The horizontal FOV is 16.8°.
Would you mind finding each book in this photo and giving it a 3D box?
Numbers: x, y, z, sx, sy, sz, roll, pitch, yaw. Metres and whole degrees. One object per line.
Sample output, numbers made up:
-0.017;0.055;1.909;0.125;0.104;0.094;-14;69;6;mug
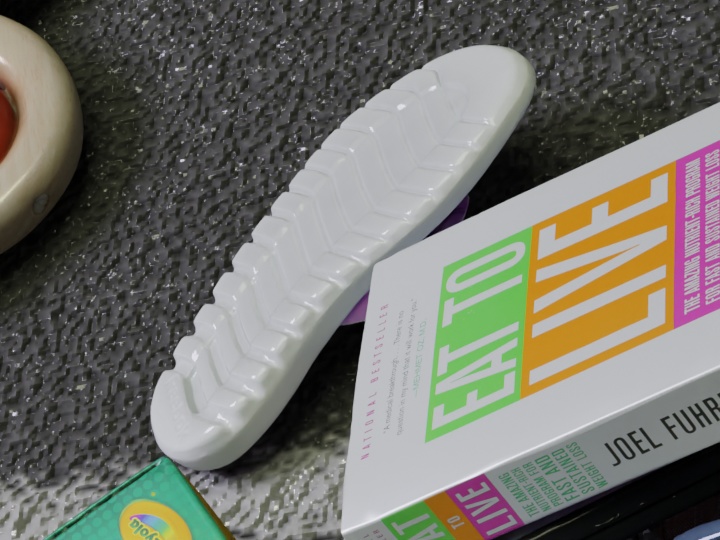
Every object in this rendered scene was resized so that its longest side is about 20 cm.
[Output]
0.090;0.012;0.757;0.199;0.048;0.134;-27;27;25;book

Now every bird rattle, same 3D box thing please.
-0.191;-0.064;1.049;0.163;0.113;0.200;31;58;23;bird rattle

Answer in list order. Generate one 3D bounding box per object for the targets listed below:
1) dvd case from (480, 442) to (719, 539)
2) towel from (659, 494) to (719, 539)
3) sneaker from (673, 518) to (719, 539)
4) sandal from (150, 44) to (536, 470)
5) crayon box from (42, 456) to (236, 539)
0.082;0.034;0.823;0.142;0.018;0.200;-28;20;9;dvd case
0.201;0.030;0.811;0.199;0.023;0.144;-9;36;20;towel
0.103;0.114;0.743;0.146;0.081;0.200;-36;12;1;sneaker
-0.003;-0.003;0.939;0.203;0.050;0.082;-47;37;2;sandal
-0.020;0.167;0.775;0.058;0.119;0.200;-35;51;-4;crayon box
